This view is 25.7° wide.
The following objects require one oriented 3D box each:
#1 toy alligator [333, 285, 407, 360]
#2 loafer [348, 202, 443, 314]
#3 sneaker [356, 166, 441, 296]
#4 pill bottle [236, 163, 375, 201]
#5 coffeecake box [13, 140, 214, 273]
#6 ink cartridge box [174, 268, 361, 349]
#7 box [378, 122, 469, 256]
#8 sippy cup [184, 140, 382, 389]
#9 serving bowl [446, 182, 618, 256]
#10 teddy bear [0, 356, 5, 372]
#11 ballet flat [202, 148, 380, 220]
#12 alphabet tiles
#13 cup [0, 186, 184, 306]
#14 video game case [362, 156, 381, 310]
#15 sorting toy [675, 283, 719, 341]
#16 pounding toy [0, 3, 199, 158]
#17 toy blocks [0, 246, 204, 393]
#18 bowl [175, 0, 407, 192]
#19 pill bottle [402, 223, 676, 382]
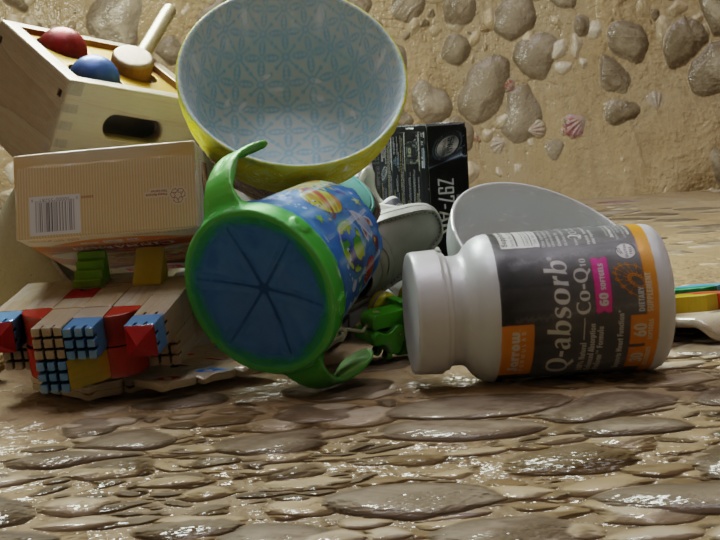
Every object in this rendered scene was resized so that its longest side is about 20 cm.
[{"bbox_3d":[0.031,0.053,1.377,0.059,0.055,0.199,19,28,38],"label":"toy alligator"},{"bbox_3d":[0.000,0.000,1.402,0.199,0.070,0.070,-34,16,-24],"label":"loafer"},{"bbox_3d":[0.043,-0.014,1.492,0.200,0.081,0.076,43,10,22],"label":"sneaker"},{"bbox_3d":[-0.093,-0.078,1.583,0.198,0.113,0.111,-5,6,-18],"label":"pill bottle"},{"bbox_3d":[-0.195,-0.049,1.356,0.151,0.074,0.200,-5,-8,4],"label":"coffeecake box"},{"bbox_3d":[-0.085,0.025,1.535,0.144,0.087,0.200,-3,7,9],"label":"ink cartridge box"},{"bbox_3d":[0.064,-0.047,1.591,0.043,0.203,0.160,-4,5,-16],"label":"box"},{"bbox_3d":[-0.050,-0.007,1.247,0.138,0.180,0.130,16,29,21],"label":"sippy cup"},{"bbox_3d":[0.164,0.005,1.420,0.198,0.066,0.201,15,33,-10],"label":"serving bowl"},{"bbox_3d":[-0.409,0.078,1.374,0.198,0.068,0.144,1,11,-42],"label":"teddy bear"},{"bbox_3d":[-0.061,-0.073,1.444,0.199,0.068,0.068,32,54,28],"label":"ballet flat"},{"bbox_3d":[-0.174,0.085,1.345,0.198,0.015,0.194,-8,7,-41],"label":"alphabet tiles"},{"bbox_3d":[-0.292,-0.002,1.556,0.143,0.202,0.200,-33,-10,29],"label":"cup"},{"bbox_3d":[-0.057,-0.038,1.682,0.198,0.184,0.023,-5,18,-19],"label":"video game case"},{"bbox_3d":[0.315,0.032,1.482,0.183,0.037,0.199,-7,7,-36],"label":"sorting toy"},{"bbox_3d":[-0.238,-0.173,1.502,0.198,0.144,0.184,5,24,-41],"label":"pounding toy"},{"bbox_3d":[-0.215,0.051,1.255,0.197,0.101,0.137,-3,17,11],"label":"toy blocks"},{"bbox_3d":[-0.062,-0.136,1.373,0.197,0.202,0.108,-4,-34,-9],"label":"bowl"},{"bbox_3d":[0.136,0.027,1.227,0.197,0.118,0.116,-4,5,-6],"label":"pill bottle"}]
